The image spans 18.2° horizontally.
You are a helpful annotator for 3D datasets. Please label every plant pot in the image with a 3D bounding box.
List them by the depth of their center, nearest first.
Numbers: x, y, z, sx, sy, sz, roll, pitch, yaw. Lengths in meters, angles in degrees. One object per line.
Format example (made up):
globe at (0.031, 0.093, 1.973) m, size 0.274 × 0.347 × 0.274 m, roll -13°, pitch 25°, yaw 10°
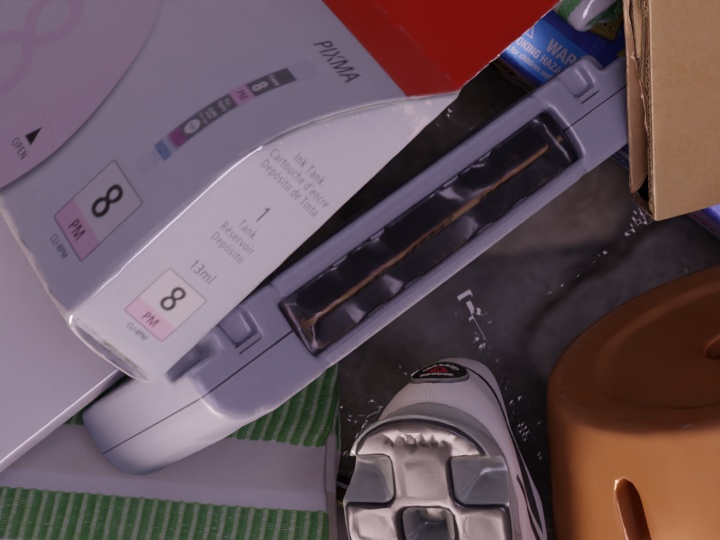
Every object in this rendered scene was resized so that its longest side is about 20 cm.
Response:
plant pot at (0.148, 0.084, 0.792) m, size 0.199 × 0.200 × 0.141 m, roll -22°, pitch 109°, yaw -7°

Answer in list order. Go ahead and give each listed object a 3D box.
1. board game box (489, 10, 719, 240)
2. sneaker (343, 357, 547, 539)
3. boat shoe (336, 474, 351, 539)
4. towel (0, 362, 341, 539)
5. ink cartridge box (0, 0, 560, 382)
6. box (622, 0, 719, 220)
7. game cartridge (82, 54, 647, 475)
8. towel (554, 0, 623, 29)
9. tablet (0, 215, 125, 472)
board game box at (0.168, -0.113, 0.843) m, size 0.200 × 0.041 × 0.200 m, roll 35°, pitch 89°, yaw -10°
sneaker at (0.039, 0.125, 0.790) m, size 0.074 × 0.089 × 0.201 m, roll 5°, pitch 113°, yaw 13°
boat shoe at (-0.032, 0.100, 0.844) m, size 0.199 × 0.068 × 0.072 m, roll 13°, pitch 91°, yaw -8°
towel at (-0.079, 0.082, 0.795) m, size 0.152 × 0.023 × 0.201 m, roll 6°, pitch 49°, yaw -6°
ink cartridge box at (-0.037, -0.082, 0.720) m, size 0.200 × 0.163 × 0.057 m, roll -45°, pitch 131°, yaw 6°
box at (0.178, -0.114, 0.744) m, size 0.199 × 0.021 × 0.164 m, roll -15°, pitch 119°, yaw -17°
game cartridge at (0.000, 0.000, 0.776) m, size 0.200 × 0.133 × 0.042 m, roll -36°, pitch 88°, yaw -25°
towel at (0.064, -0.200, 0.798) m, size 0.152 × 0.023 × 0.200 m, roll -43°, pitch 77°, yaw 3°
tablet at (-0.148, -0.027, 0.800) m, size 0.130 × 0.014 × 0.200 m, roll -38°, pitch 65°, yaw -5°
